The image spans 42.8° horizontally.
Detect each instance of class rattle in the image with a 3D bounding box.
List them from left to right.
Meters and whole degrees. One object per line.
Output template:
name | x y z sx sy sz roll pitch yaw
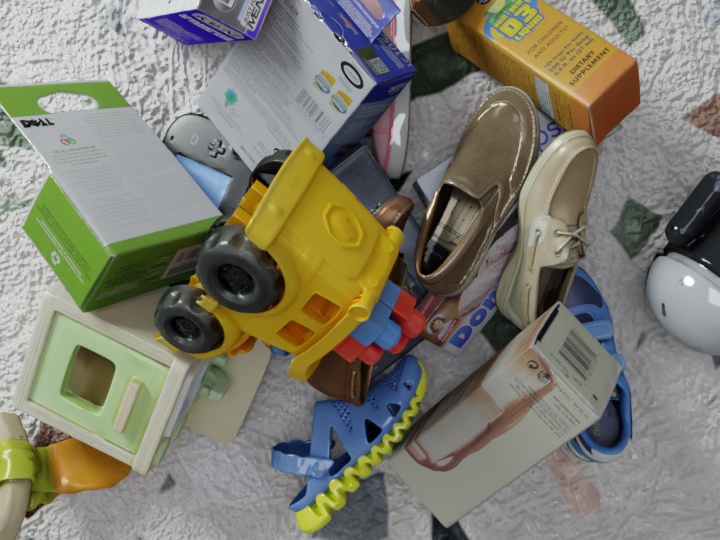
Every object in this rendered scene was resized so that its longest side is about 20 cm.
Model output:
rattle | -0.339 0.245 0.918 0.130 0.142 0.202 34 107 32

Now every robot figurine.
robot figurine | 0.362 -0.014 0.874 0.150 0.125 0.200 42 90 11

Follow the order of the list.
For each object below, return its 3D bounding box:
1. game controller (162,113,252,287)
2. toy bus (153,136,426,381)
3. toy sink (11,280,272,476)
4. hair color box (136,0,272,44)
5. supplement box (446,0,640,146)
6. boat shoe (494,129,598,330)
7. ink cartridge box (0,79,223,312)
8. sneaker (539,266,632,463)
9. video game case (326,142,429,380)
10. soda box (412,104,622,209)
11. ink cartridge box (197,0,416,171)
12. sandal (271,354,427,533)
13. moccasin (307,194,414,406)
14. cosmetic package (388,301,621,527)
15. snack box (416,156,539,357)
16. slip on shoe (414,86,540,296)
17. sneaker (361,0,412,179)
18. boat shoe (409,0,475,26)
game controller | -0.174 -0.052 0.915 0.103 0.042 0.202 23 89 0
toy bus | -0.050 0.022 0.767 0.191 0.136 0.200 37 133 -12
toy sink | -0.201 0.097 0.858 0.198 0.112 0.131 27 114 0
hair color box | -0.135 -0.270 0.839 0.064 0.199 0.111 22 90 -28
supplement box | 0.164 -0.203 0.857 0.066 0.069 0.200 -43 56 -5
boat shoe | 0.180 -0.028 0.837 0.071 0.065 0.202 -7 126 -31
ink cartridge box | -0.238 -0.077 0.837 0.200 0.147 0.076 49 124 14
sneaker | 0.222 0.090 0.892 0.073 0.082 0.203 -14 87 1
video game case | 0.000 0.000 0.886 0.142 0.019 0.201 -37 115 -1
soda box | 0.151 -0.112 0.903 0.199 0.063 0.069 -33 91 0
ink cartridge box | -0.044 -0.177 0.840 0.137 0.076 0.200 50 129 8
sandal | -0.014 0.156 0.893 0.087 0.079 0.200 42 88 -1
moccasin | 0.011 0.030 0.838 0.077 0.074 0.204 24 104 17
cosmetic package | 0.129 0.132 0.837 0.087 0.103 0.200 45 122 3
snack box | 0.131 -0.010 0.884 0.072 0.024 0.201 28 104 -41
slip on shoe | 0.101 -0.074 0.832 0.075 0.060 0.202 28 94 27
sneaker | 0.000 -0.190 0.901 0.103 0.075 0.204 0 86 2
boat shoe | 0.077 -0.312 0.881 0.075 0.073 0.202 39 55 -36
